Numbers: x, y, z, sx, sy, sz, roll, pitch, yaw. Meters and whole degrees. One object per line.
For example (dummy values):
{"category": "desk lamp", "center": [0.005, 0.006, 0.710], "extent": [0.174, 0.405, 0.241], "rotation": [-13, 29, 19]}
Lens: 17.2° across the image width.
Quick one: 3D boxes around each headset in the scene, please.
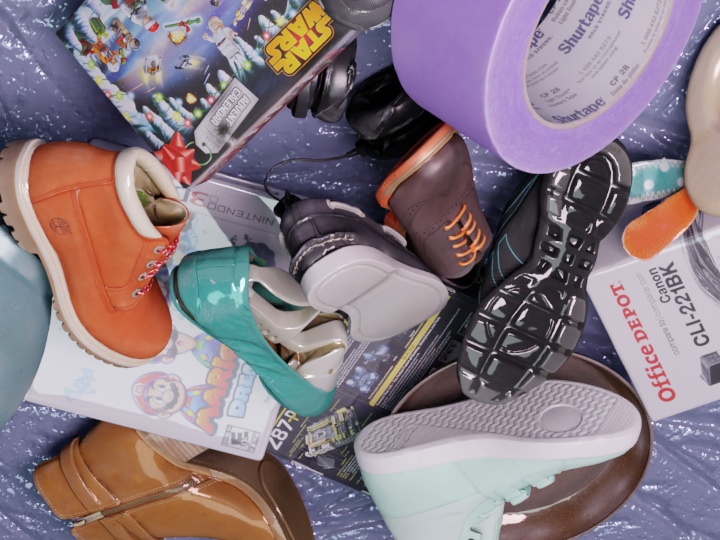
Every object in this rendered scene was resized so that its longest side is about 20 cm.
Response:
{"category": "headset", "center": [0.000, -0.109, 1.562], "extent": [0.123, 0.094, 0.200], "rotation": [27, 113, -18]}

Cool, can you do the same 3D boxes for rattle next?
{"category": "rattle", "center": [0.273, -0.086, 1.588], "extent": [0.143, 0.130, 0.200], "rotation": [-8, 133, -54]}

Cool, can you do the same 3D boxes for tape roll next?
{"category": "tape roll", "center": [0.118, -0.166, 1.457], "extent": [0.200, 0.085, 0.200], "rotation": [-30, 139, -30]}

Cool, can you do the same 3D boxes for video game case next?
{"category": "video game case", "center": [-0.128, 0.023, 1.675], "extent": [0.182, 0.024, 0.200], "rotation": [15, 111, -9]}

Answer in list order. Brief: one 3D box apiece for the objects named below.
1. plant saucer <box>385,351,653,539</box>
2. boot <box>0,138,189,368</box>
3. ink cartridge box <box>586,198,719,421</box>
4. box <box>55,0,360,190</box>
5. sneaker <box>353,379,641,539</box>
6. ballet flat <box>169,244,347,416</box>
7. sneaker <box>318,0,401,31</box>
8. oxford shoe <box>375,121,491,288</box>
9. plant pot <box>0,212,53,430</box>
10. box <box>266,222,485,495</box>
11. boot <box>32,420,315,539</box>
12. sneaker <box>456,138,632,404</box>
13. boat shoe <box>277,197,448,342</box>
{"category": "plant saucer", "center": [0.109, 0.123, 1.718], "extent": [0.200, 0.032, 0.201], "rotation": [-3, 128, -4]}
{"category": "boot", "center": [-0.153, -0.008, 1.574], "extent": [0.107, 0.075, 0.200], "rotation": [-5, 138, 21]}
{"category": "ink cartridge box", "center": [0.263, 0.001, 1.649], "extent": [0.200, 0.084, 0.144], "rotation": [-20, 124, 16]}
{"category": "box", "center": [-0.084, -0.166, 1.516], "extent": [0.200, 0.040, 0.137], "rotation": [-43, 86, 26]}
{"category": "sneaker", "center": [0.106, 0.147, 1.669], "extent": [0.200, 0.074, 0.118], "rotation": [-9, 122, 15]}
{"category": "ballet flat", "center": [-0.049, 0.043, 1.604], "extent": [0.070, 0.067, 0.200], "rotation": [-14, 147, 25]}
{"category": "sneaker", "center": [0.023, -0.241, 1.417], "extent": [0.074, 0.085, 0.200], "rotation": [20, 86, -3]}
{"category": "oxford shoe", "center": [0.059, -0.041, 1.568], "extent": [0.071, 0.200, 0.073], "rotation": [-43, 77, -8]}
{"category": "plant pot", "center": [-0.285, 0.012, 1.610], "extent": [0.134, 0.200, 0.200], "rotation": [-47, 117, 0]}
{"category": "box", "center": [0.034, 0.078, 1.729], "extent": [0.161, 0.049, 0.200], "rotation": [22, 124, -18]}
{"category": "boot", "center": [-0.136, 0.182, 1.794], "extent": [0.155, 0.074, 0.200], "rotation": [-29, 109, 18]}
{"category": "sneaker", "center": [0.121, -0.004, 1.601], "extent": [0.075, 0.079, 0.200], "rotation": [25, 99, -17]}
{"category": "boat shoe", "center": [0.000, 0.000, 1.572], "extent": [0.074, 0.060, 0.200], "rotation": [-33, 160, 14]}
